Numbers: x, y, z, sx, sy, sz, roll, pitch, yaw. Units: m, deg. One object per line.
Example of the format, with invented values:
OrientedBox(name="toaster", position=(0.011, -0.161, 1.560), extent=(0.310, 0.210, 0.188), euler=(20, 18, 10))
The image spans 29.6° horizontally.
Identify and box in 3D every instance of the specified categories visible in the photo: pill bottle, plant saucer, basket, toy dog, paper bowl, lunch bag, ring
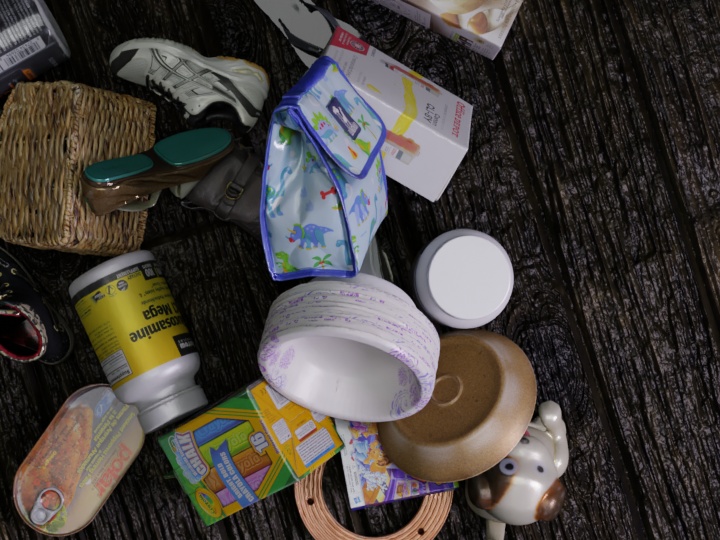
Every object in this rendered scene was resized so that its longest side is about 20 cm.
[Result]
OrientedBox(name="pill bottle", position=(0.119, 0.010, 1.607), extent=(0.115, 0.200, 0.117), euler=(0, 89, -2))
OrientedBox(name="plant saucer", position=(0.103, 0.146, 1.571), extent=(0.198, 0.035, 0.202), euler=(-15, 51, 19))
OrientedBox(name="basket", position=(-0.354, -0.122, 1.669), extent=(0.142, 0.149, 0.202), euler=(4, 89, 31))
OrientedBox(name="pill bottle", position=(-0.461, -0.256, 1.648), extent=(0.199, 0.106, 0.107), euler=(-29, 89, -1))
OrientedBox(name="toy dog", position=(0.171, 0.237, 1.603), extent=(0.138, 0.200, 0.196), euler=(21, 88, 0))
OrientedBox(name="paper bowl", position=(-0.010, 0.078, 1.524), extent=(0.199, 0.201, 0.105), euler=(12, 57, -1))
OrientedBox(name="lunch bag", position=(-0.042, -0.115, 1.488), extent=(0.126, 0.170, 0.202), euler=(-4, 115, 16))
OrientedBox(name="pill bottle", position=(-0.261, 0.087, 1.634), extent=(0.112, 0.112, 0.201), euler=(-26, 85, -2))
OrientedBox(name="ring", position=(0.016, 0.264, 1.690), extent=(0.198, 0.019, 0.203), euler=(0, 89, -1))

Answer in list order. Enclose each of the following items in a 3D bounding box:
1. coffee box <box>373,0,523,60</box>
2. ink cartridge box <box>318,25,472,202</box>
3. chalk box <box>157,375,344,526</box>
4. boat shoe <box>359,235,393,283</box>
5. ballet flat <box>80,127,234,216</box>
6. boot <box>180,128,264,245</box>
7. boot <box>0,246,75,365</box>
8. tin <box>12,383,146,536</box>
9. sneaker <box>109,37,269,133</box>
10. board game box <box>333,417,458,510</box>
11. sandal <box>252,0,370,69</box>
OrientedBox(name="coffee box", position=(0.102, -0.358, 1.674), extent=(0.199, 0.080, 0.115), euler=(25, 88, -1))
OrientedBox(name="ink cartridge box", position=(0.030, -0.187, 1.620), extent=(0.199, 0.145, 0.084), euler=(29, 118, -8))
OrientedBox(name="chalk box", position=(-0.145, 0.212, 1.618), extent=(0.199, 0.125, 0.125), euler=(-31, 89, 31))
OrientedBox(name="boat shoe", position=(0.000, 0.000, 1.632), extent=(0.070, 0.064, 0.202), euler=(-17, 90, 15))
OrientedBox(name="ballet flat", position=(-0.240, -0.111, 1.624), extent=(0.199, 0.073, 0.068), euler=(-24, 47, -31))
OrientedBox(name="boot", position=(-0.105, -0.118, 1.674), extent=(0.174, 0.069, 0.201), euler=(37, 82, 7))
OrientedBox(name="boot", position=(-0.429, 0.032, 1.618), extent=(0.073, 0.154, 0.204), euler=(-44, 90, -2))
OrientedBox(name="tin", position=(-0.342, 0.232, 1.674), extent=(0.112, 0.042, 0.201), euler=(36, 88, 4))
OrientedBox(name="sneaker", position=(-0.213, -0.222, 1.659), extent=(0.198, 0.076, 0.089), euler=(11, 73, 0))
OrientedBox(name="board game box", position=(0.034, 0.178, 1.657), extent=(0.133, 0.045, 0.202), euler=(-11, 77, -3))
OrientedBox(name="sandal", position=(-0.064, -0.301, 1.688), extent=(0.200, 0.043, 0.076), euler=(41, 88, 0))
